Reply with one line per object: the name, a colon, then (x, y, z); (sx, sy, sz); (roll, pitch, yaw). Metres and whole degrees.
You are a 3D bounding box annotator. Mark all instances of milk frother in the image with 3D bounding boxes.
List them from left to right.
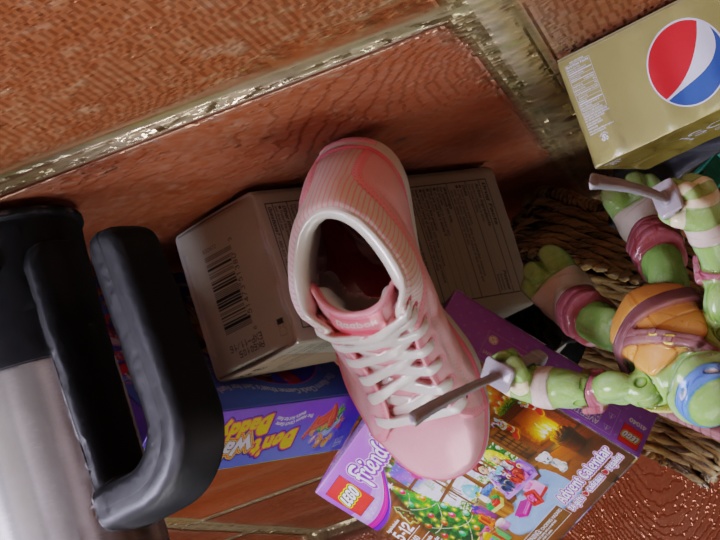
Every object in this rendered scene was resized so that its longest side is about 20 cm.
milk frother: (-0.189, 0.069, 1.104); (0.200, 0.189, 0.180); (-10, 166, -36)

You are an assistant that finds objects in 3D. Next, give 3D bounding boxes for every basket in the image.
basket: (0.189, 0.017, 1.499); (0.149, 0.200, 0.143); (-48, 157, -45)

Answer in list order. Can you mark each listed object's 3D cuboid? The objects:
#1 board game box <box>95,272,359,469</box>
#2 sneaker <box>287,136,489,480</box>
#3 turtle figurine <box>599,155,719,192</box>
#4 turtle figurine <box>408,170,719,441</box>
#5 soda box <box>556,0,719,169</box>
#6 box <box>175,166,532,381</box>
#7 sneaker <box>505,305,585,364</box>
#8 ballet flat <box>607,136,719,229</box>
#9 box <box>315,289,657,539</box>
board game box: (-0.106, 0.058, 1.331); (0.200, 0.134, 0.045); (-3, 127, -54)
sneaker: (0.011, 0.037, 1.198); (0.075, 0.201, 0.105); (-14, -161, 14)
turtle figurine: (0.235, -0.046, 1.505); (0.149, 0.101, 0.200); (24, 174, -5)
turtle figurine: (0.126, 0.002, 1.197); (0.199, 0.144, 0.194); (11, -163, -10)
soda box: (0.206, -0.118, 1.166); (0.200, 0.064, 0.068); (-24, 169, 30)
box: (0.000, 0.000, 1.335); (0.200, 0.095, 0.078); (-6, 165, -44)
sneaker: (0.098, 0.093, 1.478); (0.090, 0.070, 0.200); (26, 132, -24)
ballet flat: (0.190, -0.086, 1.298); (0.073, 0.073, 0.200); (-12, 167, -31)
box: (0.070, 0.109, 1.344); (0.039, 0.137, 0.200); (-59, -179, -39)
